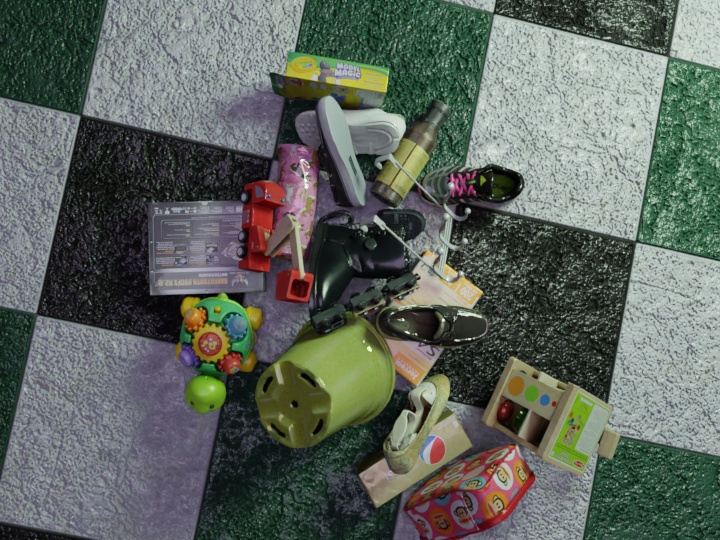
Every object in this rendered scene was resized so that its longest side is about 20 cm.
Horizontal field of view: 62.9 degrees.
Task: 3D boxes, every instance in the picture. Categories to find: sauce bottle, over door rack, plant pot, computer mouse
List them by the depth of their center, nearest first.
[{"bbox_3d":[-0.067,0.181,0.932,0.197,0.184,0.205,4,99,22],"label":"plant pot"},{"bbox_3d":[0.103,-0.090,0.969,0.198,0.066,0.150,30,54,-23],"label":"over door rack"},{"bbox_3d":[0.094,-0.209,1.050,0.064,0.065,0.202,34,87,-2],"label":"sauce bottle"},{"bbox_3d":[0.019,-0.085,1.062,0.196,0.034,0.060,1,113,1],"label":"computer mouse"}]

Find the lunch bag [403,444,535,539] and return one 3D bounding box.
[{"bbox_3d":[0.182,0.357,0.969,0.175,0.199,0.083,-26,81,-47],"label":"lunch bag"}]

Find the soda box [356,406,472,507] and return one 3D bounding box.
[{"bbox_3d":[0.091,0.325,1.033,0.198,0.064,0.068,-31,90,-5],"label":"soda box"}]

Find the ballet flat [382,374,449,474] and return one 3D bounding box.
[{"bbox_3d":[0.095,0.243,0.994,0.070,0.071,0.201,35,57,-2],"label":"ballet flat"}]

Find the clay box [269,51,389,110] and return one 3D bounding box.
[{"bbox_3d":[-0.055,-0.325,1.019,0.196,0.115,0.049,9,87,-4],"label":"clay box"}]

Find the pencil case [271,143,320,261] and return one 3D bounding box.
[{"bbox_3d":[-0.118,-0.118,1.024,0.085,0.083,0.204,8,88,9],"label":"pencil case"}]

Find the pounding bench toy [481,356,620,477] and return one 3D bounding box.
[{"bbox_3d":[0.333,0.256,1.018,0.198,0.155,0.126,30,85,-33],"label":"pounding bench toy"}]

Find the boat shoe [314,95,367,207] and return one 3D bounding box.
[{"bbox_3d":[-0.043,-0.193,1.003,0.056,0.069,0.202,-4,124,24],"label":"boat shoe"}]

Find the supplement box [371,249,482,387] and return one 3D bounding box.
[{"bbox_3d":[0.104,0.083,1.036,0.125,0.074,0.201,35,87,-2],"label":"supplement box"}]

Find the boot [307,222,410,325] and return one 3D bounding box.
[{"bbox_3d":[0.000,0.000,0.982,0.165,0.077,0.203,2,52,4],"label":"boot"}]

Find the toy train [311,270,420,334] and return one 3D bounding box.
[{"bbox_3d":[0.013,0.052,0.939,0.197,0.046,0.034,-23,50,-21],"label":"toy train"}]

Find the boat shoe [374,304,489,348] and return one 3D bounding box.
[{"bbox_3d":[0.124,0.093,0.964,0.196,0.065,0.075,0,87,-12],"label":"boat shoe"}]

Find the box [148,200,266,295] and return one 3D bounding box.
[{"bbox_3d":[-0.265,-0.039,1.029,0.196,0.048,0.162,-2,89,-3],"label":"box"}]

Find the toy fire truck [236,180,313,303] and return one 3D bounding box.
[{"bbox_3d":[-0.136,-0.050,0.942,0.139,0.048,0.204,-5,78,41],"label":"toy fire truck"}]

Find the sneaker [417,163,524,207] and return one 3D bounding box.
[{"bbox_3d":[0.202,-0.154,1.043,0.196,0.087,0.075,1,88,-3],"label":"sneaker"}]

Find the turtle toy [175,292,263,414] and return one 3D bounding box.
[{"bbox_3d":[-0.248,0.138,0.996,0.143,0.101,0.204,9,95,-3],"label":"turtle toy"}]

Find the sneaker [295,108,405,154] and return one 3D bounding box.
[{"bbox_3d":[-0.018,-0.254,1.047,0.196,0.077,0.081,10,45,11],"label":"sneaker"}]
